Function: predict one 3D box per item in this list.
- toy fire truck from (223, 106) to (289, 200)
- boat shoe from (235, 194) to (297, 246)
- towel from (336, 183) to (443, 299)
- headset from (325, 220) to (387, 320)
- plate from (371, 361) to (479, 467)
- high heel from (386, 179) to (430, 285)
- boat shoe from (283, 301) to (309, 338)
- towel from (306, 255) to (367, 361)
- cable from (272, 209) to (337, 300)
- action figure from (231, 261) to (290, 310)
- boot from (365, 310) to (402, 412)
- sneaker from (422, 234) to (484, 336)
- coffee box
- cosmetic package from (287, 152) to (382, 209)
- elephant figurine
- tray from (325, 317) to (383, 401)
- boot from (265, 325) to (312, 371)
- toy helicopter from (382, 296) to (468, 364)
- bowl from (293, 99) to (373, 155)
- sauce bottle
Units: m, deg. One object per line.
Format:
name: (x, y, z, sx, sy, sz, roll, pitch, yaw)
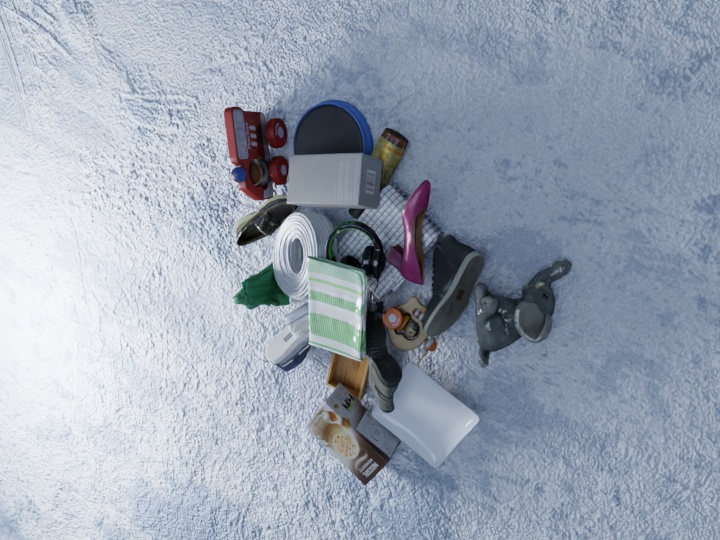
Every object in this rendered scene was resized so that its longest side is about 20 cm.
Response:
toy fire truck: (-0.249, -0.263, 1.368, 0.108, 0.167, 0.208, 1, 101, 24)
boat shoe: (-0.223, -0.113, 1.432, 0.197, 0.072, 0.067, -27, 46, 35)
towel: (0.064, -0.061, 1.313, 0.166, 0.085, 0.201, 44, 113, 9)
headset: (0.000, 0.000, 1.253, 0.120, 0.094, 0.204, -20, 109, 24)
plate: (0.145, 0.321, 1.355, 0.197, 0.032, 0.203, 37, 125, 8)
high heel: (0.123, -0.074, 1.202, 0.095, 0.067, 0.205, 34, 126, 23)
boat shoe: (-0.081, 0.092, 1.385, 0.196, 0.071, 0.071, -30, 96, 4)
towel: (-0.051, 0.082, 1.267, 0.148, 0.023, 0.207, 14, 116, 28)
cable: (-0.128, -0.036, 1.365, 0.199, 0.067, 0.207, 34, 117, 48)
action figure: (-0.234, 0.045, 1.405, 0.053, 0.199, 0.122, -11, 95, 25)
boot: (0.029, 0.205, 1.338, 0.133, 0.065, 0.204, 101, 152, -49)
sneaker: (0.175, 0.033, 1.266, 0.106, 0.074, 0.204, 42, 106, 48)
coffee box: (-0.019, 0.387, 1.419, 0.199, 0.080, 0.115, 41, 126, 6)
cosmetic package: (-0.059, -0.188, 1.275, 0.195, 0.089, 0.111, 8, 93, 36)
elephant figurine: (0.328, 0.084, 1.200, 0.192, 0.144, 0.159, -4, 129, 9)
tray: (-0.015, 0.195, 1.424, 0.096, 0.037, 0.207, 20, 109, 20)
boot: (-0.138, 0.159, 1.462, 0.198, 0.091, 0.073, -39, 55, 1)
toy helicopter: (0.152, 0.112, 1.312, 0.196, 0.079, 0.136, -28, 82, 14)
bowl: (-0.066, -0.277, 1.352, 0.194, 0.039, 0.209, 5, 103, 24)
sauce bottle: (0.035, -0.205, 1.307, 0.065, 0.066, 0.204, 33, 114, 15)
